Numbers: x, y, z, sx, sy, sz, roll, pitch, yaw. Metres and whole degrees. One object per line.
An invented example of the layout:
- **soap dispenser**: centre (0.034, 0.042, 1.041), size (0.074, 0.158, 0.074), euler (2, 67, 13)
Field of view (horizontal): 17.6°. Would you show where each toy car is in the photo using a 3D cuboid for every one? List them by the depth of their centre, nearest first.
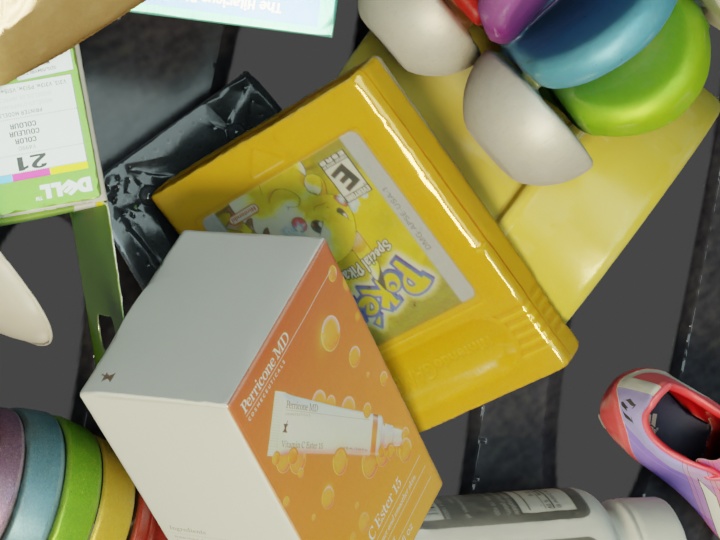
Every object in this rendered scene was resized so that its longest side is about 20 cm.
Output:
- **toy car**: centre (0.097, -0.159, 1.215), size (0.175, 0.150, 0.200), euler (-42, 70, 0)

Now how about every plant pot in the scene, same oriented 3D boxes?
- **plant pot**: centre (0.078, -0.072, 1.367), size (0.189, 0.201, 0.201), euler (36, 79, 3)

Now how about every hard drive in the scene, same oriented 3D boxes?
- **hard drive**: centre (-0.063, -0.002, 1.389), size (0.135, 0.042, 0.200), euler (-37, 100, -14)

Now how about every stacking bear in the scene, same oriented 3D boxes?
- **stacking bear**: centre (-0.164, 0.140, 1.324), size (0.199, 0.114, 0.122), euler (21, 69, -26)

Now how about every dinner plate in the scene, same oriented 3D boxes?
- **dinner plate**: centre (-0.244, -0.024, 1.251), size (0.200, 0.200, 0.024), euler (45, 73, -12)

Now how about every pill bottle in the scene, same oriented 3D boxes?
- **pill bottle**: centre (0.091, 0.189, 1.398), size (0.199, 0.114, 0.114), euler (-1, 90, -17)

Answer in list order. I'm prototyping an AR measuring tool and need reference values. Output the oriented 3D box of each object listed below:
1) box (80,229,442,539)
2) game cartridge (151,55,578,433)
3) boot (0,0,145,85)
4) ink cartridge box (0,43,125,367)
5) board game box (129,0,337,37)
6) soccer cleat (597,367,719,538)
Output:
- **box**: centre (-0.049, 0.093, 1.270), size (0.125, 0.097, 0.200), euler (-61, 140, -36)
- **game cartridge**: centre (0.000, 0.000, 1.305), size (0.200, 0.176, 0.032), euler (55, 39, -9)
- **boot**: centre (-0.139, -0.203, 1.158), size (0.199, 0.066, 0.176), euler (-24, 110, 5)
- **ink cartridge box**: centre (-0.186, -0.029, 1.296), size (0.075, 0.148, 0.201), euler (-10, 92, -15)
- **board game box**: centre (-0.075, -0.231, 1.213), size (0.151, 0.045, 0.201), euler (6, 110, -5)
- **soccer cleat**: centre (0.236, 0.130, 1.462), size (0.200, 0.076, 0.067), euler (38, 79, -13)
